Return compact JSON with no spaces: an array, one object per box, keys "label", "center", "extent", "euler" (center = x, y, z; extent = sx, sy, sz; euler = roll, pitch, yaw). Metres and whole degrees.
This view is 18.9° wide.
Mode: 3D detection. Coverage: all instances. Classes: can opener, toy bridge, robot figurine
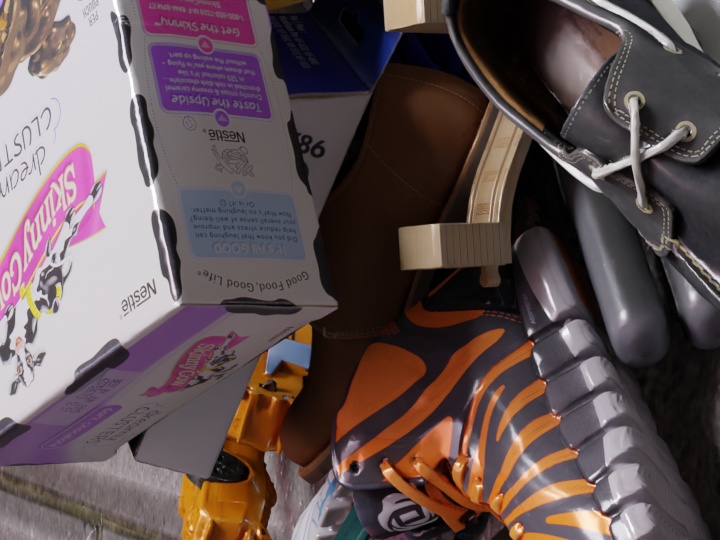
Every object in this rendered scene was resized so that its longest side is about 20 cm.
[{"label":"can opener","center":[0.099,-0.041,0.839],"extent":[0.067,0.053,0.201],"euler":[73,-177,-52]},{"label":"toy bridge","center":[0.042,-0.095,0.787],"extent":[0.027,0.067,0.202],"euler":[-4,90,54]},{"label":"robot figurine","center":[-0.051,0.068,1.080],"extent":[0.200,0.058,0.146],"euler":[-87,15,-70]}]

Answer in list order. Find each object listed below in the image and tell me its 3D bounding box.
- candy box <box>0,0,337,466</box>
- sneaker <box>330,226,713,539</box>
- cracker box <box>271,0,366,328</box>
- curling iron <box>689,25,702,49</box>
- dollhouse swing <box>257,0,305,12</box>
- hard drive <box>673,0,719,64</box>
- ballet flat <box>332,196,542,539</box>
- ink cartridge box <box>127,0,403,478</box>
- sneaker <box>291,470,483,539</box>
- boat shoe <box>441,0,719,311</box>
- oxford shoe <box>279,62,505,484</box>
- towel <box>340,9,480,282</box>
[{"label":"candy box","center":[-0.103,-0.047,0.811],"extent":[0.167,0.071,0.202],"euler":[-34,64,45]},{"label":"sneaker","center":[0.057,0.087,0.779],"extent":[0.111,0.078,0.201],"euler":[-30,48,13]},{"label":"cracker box","center":[-0.032,-0.070,1.024],"extent":[0.134,0.057,0.201],"euler":[59,-170,-50]},{"label":"curling iron","center":[0.085,-0.112,0.834],"extent":[0.201,0.025,0.050],"euler":[-113,35,-50]},{"label":"dollhouse swing","center":[0.014,-0.187,0.902],"extent":[0.200,0.174,0.184],"euler":[-151,67,-65]},{"label":"hard drive","center":[0.146,-0.083,0.745],"extent":[0.132,0.026,0.201],"euler":[122,146,-47]},{"label":"ballet flat","center":[0.043,0.071,0.875],"extent":[0.201,0.071,0.069],"euler":[-65,10,-1]},{"label":"ink cartridge box","center":[-0.050,-0.028,0.864],"extent":[0.201,0.039,0.100],"euler":[-66,25,15]},{"label":"sneaker","center":[0.001,0.112,0.988],"extent":[0.087,0.074,0.201],"euler":[-102,28,-48]},{"label":"boat shoe","center":[0.097,-0.038,0.707],"extent":[0.200,0.067,0.072],"euler":[53,129,38]},{"label":"oxford shoe","center":[0.000,0.000,0.879],"extent":[0.071,0.071,0.201],"euler":[-68,1,-59]},{"label":"towel","center":[0.020,-0.087,0.968],"extent":[0.201,0.049,0.149],"euler":[-108,15,-50]}]
